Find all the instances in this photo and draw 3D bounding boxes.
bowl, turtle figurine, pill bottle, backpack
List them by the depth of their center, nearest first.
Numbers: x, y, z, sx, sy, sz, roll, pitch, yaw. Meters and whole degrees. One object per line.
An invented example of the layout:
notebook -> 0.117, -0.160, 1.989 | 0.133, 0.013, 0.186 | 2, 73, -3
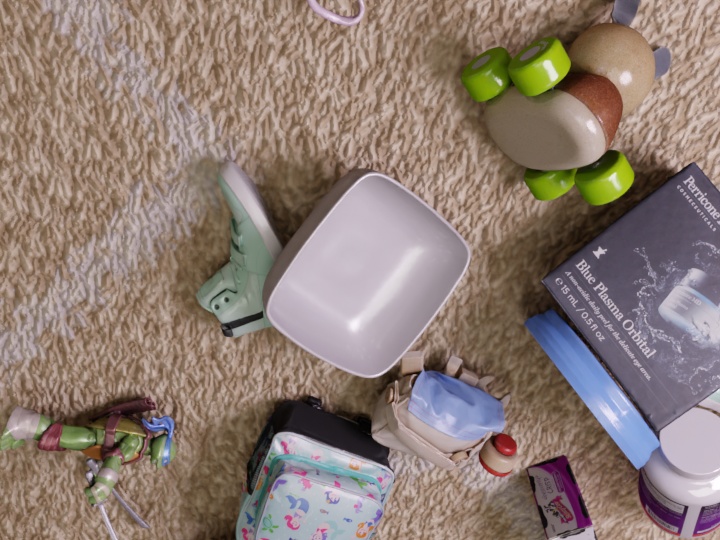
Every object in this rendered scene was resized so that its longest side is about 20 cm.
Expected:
bowl -> 0.000, 0.000, 0.875 | 0.199, 0.075, 0.201 | 35, 95, -36
bowl -> 0.259, 0.127, 0.901 | 0.039, 0.201, 0.201 | -38, 109, 8
pill bottle -> 0.392, 0.239, 0.960 | 0.111, 0.114, 0.201 | -17, 144, 5
turtle figurine -> -0.332, 0.245, 0.965 | 0.191, 0.144, 0.202 | 19, 108, -6
backpack -> -0.062, 0.286, 0.995 | 0.176, 0.151, 0.202 | 22, 116, -12

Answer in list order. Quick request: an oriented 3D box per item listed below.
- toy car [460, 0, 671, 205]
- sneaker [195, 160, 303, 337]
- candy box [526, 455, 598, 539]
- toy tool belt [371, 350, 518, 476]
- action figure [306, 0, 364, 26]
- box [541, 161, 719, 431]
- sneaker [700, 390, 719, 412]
toy car -> 0.234, -0.196, 0.823 | 0.200, 0.157, 0.165 | -45, 114, -14
sneaker -> -0.142, -0.013, 0.894 | 0.117, 0.074, 0.202 | -22, 115, 1
candy box -> 0.280, 0.364, 1.038 | 0.060, 0.137, 0.202 | -20, 112, 9
toy tool belt -> 0.118, 0.169, 0.959 | 0.198, 0.125, 0.124 | 20, 120, -11
action figure -> -0.005, -0.341, 0.705 | 0.133, 0.151, 0.199 | 8, 158, -37
box -> 0.332, 0.027, 0.863 | 0.199, 0.117, 0.198 | -39, 78, 12
sneaker -> 0.450, 0.111, 0.959 | 0.199, 0.074, 0.119 | 28, 115, -22
